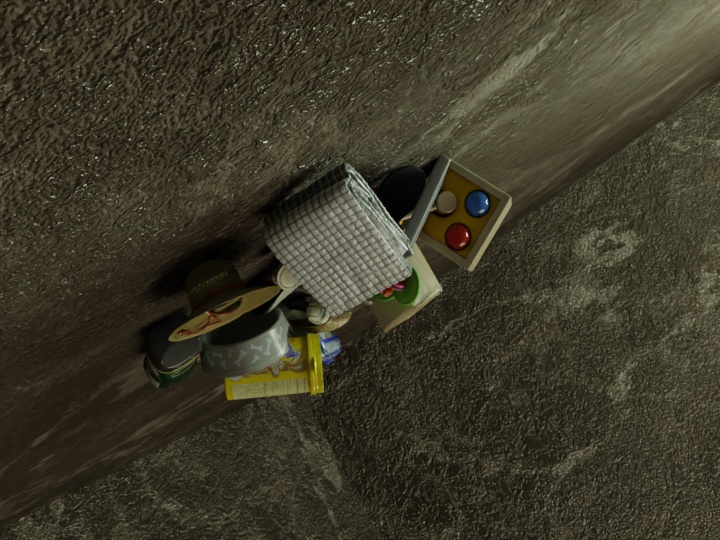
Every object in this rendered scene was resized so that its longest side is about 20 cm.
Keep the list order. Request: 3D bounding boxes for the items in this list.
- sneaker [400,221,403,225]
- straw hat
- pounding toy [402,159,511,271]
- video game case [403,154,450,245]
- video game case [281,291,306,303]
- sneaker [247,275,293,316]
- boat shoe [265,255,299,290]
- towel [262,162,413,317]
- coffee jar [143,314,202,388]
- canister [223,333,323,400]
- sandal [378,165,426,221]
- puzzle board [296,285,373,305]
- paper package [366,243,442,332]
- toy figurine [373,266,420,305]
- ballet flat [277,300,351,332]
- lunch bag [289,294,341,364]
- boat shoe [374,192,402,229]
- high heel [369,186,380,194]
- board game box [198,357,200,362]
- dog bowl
[{"bbox_3d":[0.043,-0.093,1.355,0.198,0.071,0.090,-24,163,-48],"label":"sneaker"},{"bbox_3d":[-0.228,0.030,1.063,0.196,0.087,0.201,-25,172,-4],"label":"straw hat"},{"bbox_3d":[0.160,-0.108,1.308,0.187,0.197,0.142,-58,168,5],"label":"pounding toy"},{"bbox_3d":[0.098,-0.085,1.167,0.182,0.022,0.204,45,70,-86],"label":"video game case"},{"bbox_3d":[-0.137,0.031,1.512,0.197,0.036,0.181,-25,169,-36],"label":"video game case"},{"bbox_3d":[-0.147,0.023,1.329,0.092,0.072,0.199,-11,156,-48],"label":"sneaker"},{"bbox_3d":[-0.084,-0.045,1.216,0.199,0.073,0.059,-42,-144,-19],"label":"boat shoe"},{"bbox_3d":[-0.029,-0.046,1.028,0.163,0.200,0.087,-29,-143,20],"label":"towel"},{"bbox_3d":[-0.355,0.154,1.281,0.103,0.086,0.200,-32,173,-26],"label":"coffee jar"},{"bbox_3d":[-0.176,0.197,1.390,0.193,0.089,0.149,-5,-159,-5],"label":"canister"},{"bbox_3d":[0.045,-0.109,1.233,0.202,0.075,0.043,-54,-159,23],"label":"sandal"},{"bbox_3d":[-0.058,0.051,1.459,0.146,0.018,0.200,10,176,12],"label":"puzzle board"},{"bbox_3d":[0.074,0.014,1.598,0.102,0.203,0.191,-25,169,-28],"label":"paper package"},{"bbox_3d":[0.000,0.000,1.401,0.180,0.200,0.154,2,119,-41],"label":"toy figurine"},{"bbox_3d":[-0.117,0.096,1.438,0.194,0.073,0.065,-10,164,16],"label":"ballet flat"},{"bbox_3d":[-0.105,0.140,1.573,0.074,0.164,0.200,-27,173,8],"label":"lunch bag"},{"bbox_3d":[0.017,-0.095,1.109,0.073,0.065,0.200,-62,150,-3],"label":"boat shoe"},{"bbox_3d":[-0.034,-0.067,1.151,0.196,0.098,0.068,-29,171,-16],"label":"high heel"},{"bbox_3d":[-0.332,0.152,1.509,0.133,0.035,0.200,-24,168,-40],"label":"board game box"},{"bbox_3d":[-0.229,0.133,1.345,0.194,0.060,0.201,-13,-159,5],"label":"dog bowl"}]
